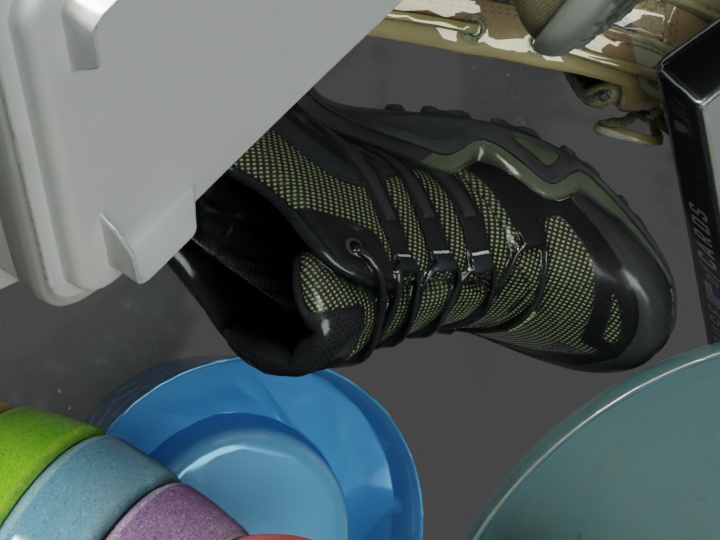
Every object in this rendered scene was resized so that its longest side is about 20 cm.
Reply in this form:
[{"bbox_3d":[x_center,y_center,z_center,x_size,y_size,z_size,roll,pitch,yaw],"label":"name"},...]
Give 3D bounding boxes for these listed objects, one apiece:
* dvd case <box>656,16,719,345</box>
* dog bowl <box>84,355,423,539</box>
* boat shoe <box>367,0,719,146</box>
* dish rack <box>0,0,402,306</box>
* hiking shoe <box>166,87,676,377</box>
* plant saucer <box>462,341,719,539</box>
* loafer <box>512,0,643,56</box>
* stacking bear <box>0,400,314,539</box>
[{"bbox_3d":[0.163,-0.041,0.908,0.150,0.025,0.200,-36,147,-10],"label":"dvd case"},{"bbox_3d":[-0.042,0.118,0.909,0.111,0.050,0.200,-4,103,-20],"label":"dog bowl"},{"bbox_3d":[0.055,-0.078,0.898,0.200,0.073,0.063,20,100,-13],"label":"boat shoe"},{"bbox_3d":[-0.027,-0.084,0.740,0.200,0.044,0.172,-46,157,-22],"label":"dish rack"},{"bbox_3d":[0.000,0.000,0.865,0.200,0.076,0.101,23,49,-17],"label":"hiking shoe"},{"bbox_3d":[0.110,0.097,0.946,0.200,0.027,0.200,-12,126,-16],"label":"plant saucer"},{"bbox_3d":[0.077,-0.151,0.777,0.070,0.075,0.200,29,114,13],"label":"loafer"},{"bbox_3d":[-0.117,0.083,0.810,0.114,0.200,0.122,-52,160,-42],"label":"stacking bear"}]
